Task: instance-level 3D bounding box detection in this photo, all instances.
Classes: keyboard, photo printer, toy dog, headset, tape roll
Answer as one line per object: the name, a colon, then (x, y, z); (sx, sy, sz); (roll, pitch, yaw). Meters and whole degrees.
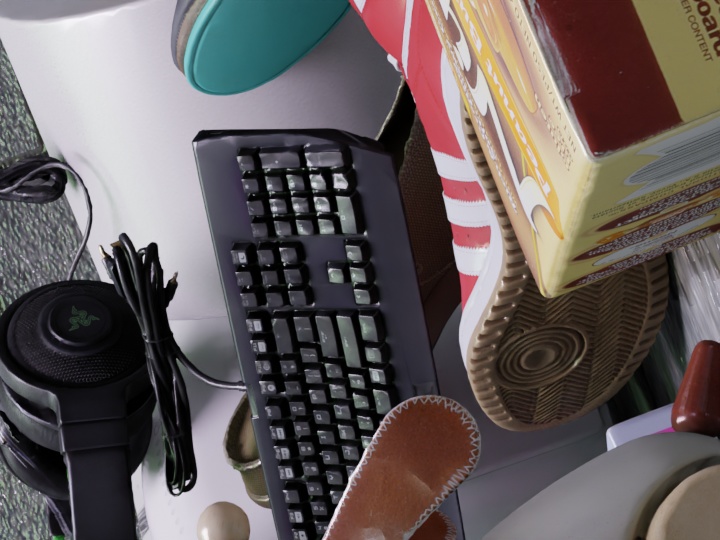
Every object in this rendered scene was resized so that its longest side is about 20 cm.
keyboard: (-0.030, 0.044, 0.779); (0.021, 0.126, 0.201); (-44, -51, -53)
photo printer: (0.003, 0.060, 0.911); (0.167, 0.199, 0.070); (-100, -14, -47)
toy dog: (0.043, 0.069, 0.634); (0.132, 0.199, 0.097); (133, 137, -62)
headset: (-0.126, 0.048, 0.866); (0.124, 0.093, 0.201); (113, 150, -65)
tape roll: (-0.042, -0.087, 0.947); (0.203, 0.201, 0.140); (-112, 3, -68)

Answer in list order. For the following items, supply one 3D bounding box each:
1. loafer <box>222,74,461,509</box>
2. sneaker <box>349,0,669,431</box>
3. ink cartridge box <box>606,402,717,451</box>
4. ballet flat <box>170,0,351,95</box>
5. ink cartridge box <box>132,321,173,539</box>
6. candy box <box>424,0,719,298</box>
loafer: (0.000, 0.000, 0.813); (0.067, 0.201, 0.076); (27, -161, -20)
sneaker: (0.045, -0.043, 0.712); (0.201, 0.071, 0.113); (82, 166, -48)
ink cartridge box: (0.136, 0.154, 0.751); (0.119, 0.042, 0.201); (70, 178, -68)
ballet flat: (-0.017, -0.137, 0.769); (0.200, 0.073, 0.073); (-47, 59, 54)
ink cartridge box: (-0.031, 0.099, 1.048); (0.145, 0.085, 0.201); (10, -126, -38)
candy box: (0.047, -0.067, 0.490); (0.200, 0.055, 0.116); (76, 173, -82)
